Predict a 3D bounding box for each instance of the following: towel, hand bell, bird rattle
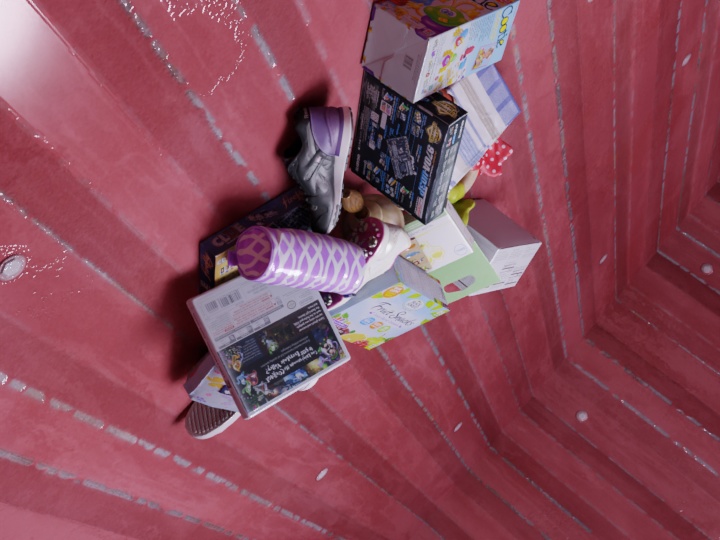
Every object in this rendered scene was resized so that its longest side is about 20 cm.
[{"bbox_3d":[0.171,-0.246,1.705,0.200,0.024,0.147,-47,127,-12],"label":"towel"},{"bbox_3d":[0.001,-0.090,1.552,0.104,0.104,0.200,-50,165,-1],"label":"hand bell"},{"bbox_3d":[0.175,-0.179,1.785,0.200,0.113,0.163,-51,139,-7],"label":"bird rattle"}]

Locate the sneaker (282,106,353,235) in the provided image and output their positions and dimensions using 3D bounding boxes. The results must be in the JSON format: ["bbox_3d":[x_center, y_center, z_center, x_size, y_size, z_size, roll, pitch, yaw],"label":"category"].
[{"bbox_3d":[-0.068,-0.141,1.435,0.087,0.076,0.200,1,124,-13],"label":"sneaker"}]

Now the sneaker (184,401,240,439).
[{"bbox_3d":[-0.198,0.215,1.707,0.200,0.075,0.105,-47,151,-19],"label":"sneaker"}]

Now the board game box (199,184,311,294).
[{"bbox_3d":[-0.147,-0.031,1.498,0.200,0.035,0.136,-34,151,-34],"label":"board game box"}]

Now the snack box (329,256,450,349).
[{"bbox_3d":[0.029,0.052,1.690,0.169,0.068,0.200,-27,155,19],"label":"snack box"}]

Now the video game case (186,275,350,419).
[{"bbox_3d":[-0.126,0.087,1.461,0.200,0.182,0.023,-27,-178,-39],"label":"video game case"}]

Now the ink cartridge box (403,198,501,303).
[{"bbox_3d":[0.135,-0.017,1.786,0.145,0.200,0.048,-25,-154,24],"label":"ink cartridge box"}]

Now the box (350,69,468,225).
[{"bbox_3d":[0.065,-0.185,1.500,0.046,0.159,0.200,-36,151,-33],"label":"box"}]

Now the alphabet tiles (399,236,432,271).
[{"bbox_3d":[0.026,0.003,1.675,0.166,0.006,0.200,-22,155,7],"label":"alphabet tiles"}]

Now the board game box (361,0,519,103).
[{"bbox_3d":[0.112,-0.332,1.440,0.200,0.103,0.105,-31,149,-37],"label":"board game box"}]

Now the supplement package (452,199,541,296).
[{"bbox_3d":[0.224,-0.049,1.978,0.200,0.156,0.111,-8,133,-57],"label":"supplement package"}]

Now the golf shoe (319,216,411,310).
[{"bbox_3d":[0.000,0.000,1.564,0.091,0.075,0.200,5,142,-42],"label":"golf shoe"}]

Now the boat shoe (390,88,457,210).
[{"bbox_3d":[0.087,-0.194,1.605,0.063,0.071,0.200,22,91,-48],"label":"boat shoe"}]

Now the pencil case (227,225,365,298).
[{"bbox_3d":[-0.082,-0.014,1.445,0.200,0.085,0.084,12,81,-46],"label":"pencil case"}]

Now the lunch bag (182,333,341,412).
[{"bbox_3d":[-0.156,0.133,1.558,0.200,0.127,0.170,-17,161,-36],"label":"lunch bag"}]

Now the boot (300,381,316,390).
[{"bbox_3d":[-0.113,0.139,1.770,0.090,0.073,0.200,-18,139,-37],"label":"boot"}]
